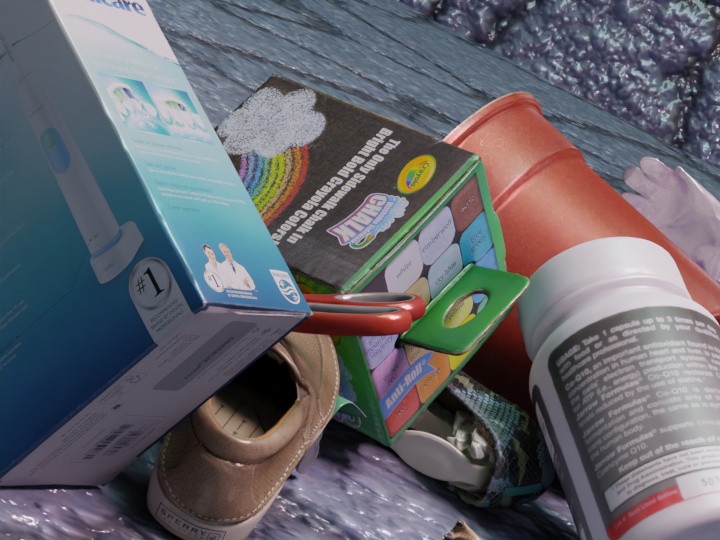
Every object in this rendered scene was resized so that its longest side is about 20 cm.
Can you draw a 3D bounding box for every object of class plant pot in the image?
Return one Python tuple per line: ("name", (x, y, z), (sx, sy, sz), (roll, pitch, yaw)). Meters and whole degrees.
("plant pot", (0.121, 0.025, 1.547), (0.195, 0.201, 0.201), (38, 16, 18))

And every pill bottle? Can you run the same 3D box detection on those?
("pill bottle", (0.158, 0.085, 1.356), (0.114, 0.114, 0.200), (17, 40, -34))

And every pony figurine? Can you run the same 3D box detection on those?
("pony figurine", (0.243, 0.028, 1.899), (0.193, 0.167, 0.200), (32, -3, -3))

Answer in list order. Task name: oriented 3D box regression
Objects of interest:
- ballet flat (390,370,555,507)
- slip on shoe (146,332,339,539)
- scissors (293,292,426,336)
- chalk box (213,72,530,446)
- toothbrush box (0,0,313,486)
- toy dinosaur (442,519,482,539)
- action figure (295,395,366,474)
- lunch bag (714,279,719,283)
("ballet flat", (0.020, 0.072, 1.420), (0.200, 0.074, 0.074), (28, 12, 27))
("slip on shoe", (-0.051, 0.057, 1.214), (0.076, 0.061, 0.200), (26, 30, 3))
("scissors", (-0.061, 0.016, 1.230), (0.200, 0.014, 0.073), (4, 12, 24))
("chalk box", (0.000, 0.000, 1.369), (0.200, 0.125, 0.124), (26, -33, 34))
("toothbrush box", (-0.137, -0.022, 1.139), (0.085, 0.146, 0.200), (7, 48, -57))
("toy dinosaur", (0.064, 0.171, 1.157), (0.101, 0.058, 0.200), (43, 24, 10))
("action figure", (-0.106, 0.039, 1.322), (0.200, 0.055, 0.118), (36, 18, 26))
("lunch bag", (0.268, 0.087, 1.636), (0.136, 0.132, 0.200), (23, -8, -43))
